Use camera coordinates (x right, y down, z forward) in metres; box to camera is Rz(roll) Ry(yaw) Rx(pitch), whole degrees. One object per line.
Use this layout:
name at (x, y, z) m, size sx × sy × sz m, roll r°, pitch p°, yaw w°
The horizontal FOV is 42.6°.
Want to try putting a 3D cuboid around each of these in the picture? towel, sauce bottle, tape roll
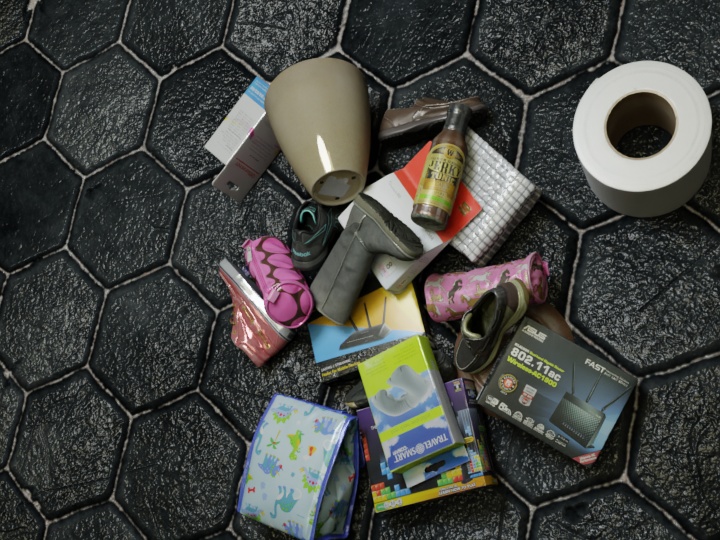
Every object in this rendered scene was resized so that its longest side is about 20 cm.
towel at (0.179, -0.127, 1.521) m, size 0.166 × 0.085 × 0.200 m, roll -51°, pitch 60°, yaw 12°
sauce bottle at (0.132, -0.167, 1.457) m, size 0.064 × 0.065 × 0.203 m, roll 10°, pitch 76°, yaw 23°
tape roll at (0.432, -0.197, 1.409) m, size 0.199 × 0.139 × 0.207 m, roll -5°, pitch 76°, yaw 20°

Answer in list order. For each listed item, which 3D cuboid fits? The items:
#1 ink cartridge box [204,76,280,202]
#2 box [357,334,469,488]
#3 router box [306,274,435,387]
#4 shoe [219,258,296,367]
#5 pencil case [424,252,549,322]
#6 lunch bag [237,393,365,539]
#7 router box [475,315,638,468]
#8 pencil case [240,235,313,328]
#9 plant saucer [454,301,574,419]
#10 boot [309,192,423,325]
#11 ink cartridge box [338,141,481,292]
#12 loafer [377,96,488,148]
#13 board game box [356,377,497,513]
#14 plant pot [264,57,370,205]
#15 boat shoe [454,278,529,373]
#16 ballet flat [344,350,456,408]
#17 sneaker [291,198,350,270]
ink cartridge box at (-0.203, -0.236, 1.678) m, size 0.068 × 0.115 × 0.201 m, roll 39°, pitch 93°, yaw 25°
box at (0.079, 0.216, 1.420) m, size 0.121 × 0.047 × 0.203 m, roll -28°, pitch 66°, yaw 23°
router box at (0.013, 0.093, 1.550) m, size 0.197 × 0.051 × 0.151 m, roll -21°, pitch 68°, yaw 15°
shoe at (-0.207, 0.074, 1.631) m, size 0.091 × 0.071 × 0.200 m, roll -44°, pitch 70°, yaw 3°
pencil case at (0.198, 0.028, 1.456) m, size 0.197 × 0.083 × 0.088 m, roll -12°, pitch 55°, yaw 32°
lunch bag at (-0.091, 0.314, 1.490) m, size 0.168 × 0.127 × 0.204 m, roll 10°, pitch 90°, yaw 33°
router box at (0.293, 0.180, 1.384) m, size 0.198 × 0.062 × 0.151 m, roll 29°, pitch 89°, yaw 7°
pencil case at (-0.144, 0.015, 1.561) m, size 0.091 × 0.094 × 0.200 m, roll -45°, pitch 32°, yaw 4°
plant saucer at (0.240, 0.133, 1.462) m, size 0.197 × 0.037 × 0.204 m, roll -5°, pitch 75°, yaw 20°
boot at (0.002, 0.001, 1.470) m, size 0.202 × 0.072 × 0.182 m, roll -60°, pitch 42°, yaw 16°
ink cartridge box at (0.075, -0.091, 1.501) m, size 0.200 × 0.057 × 0.164 m, roll -47°, pitch 61°, yaw 24°
loafer at (0.120, -0.270, 1.583) m, size 0.197 × 0.073 × 0.072 m, roll -10°, pitch 74°, yaw 18°
board game box at (0.102, 0.277, 1.454) m, size 0.198 × 0.056 × 0.168 m, roll -21°, pitch 71°, yaw 26°
plant pot at (-0.057, -0.216, 1.556) m, size 0.185 × 0.187 × 0.203 m, roll -23°, pitch 57°, yaw 15°
boat shoe at (0.181, 0.084, 1.387) m, size 0.202 × 0.065 × 0.073 m, roll -61°, pitch 38°, yaw 45°
ballet flat at (0.063, 0.189, 1.509) m, size 0.198 × 0.057 × 0.067 m, roll -23°, pitch 28°, yaw 20°
sneaker at (-0.066, -0.090, 1.571) m, size 0.074 × 0.080 × 0.202 m, roll 4°, pitch 43°, yaw 17°
